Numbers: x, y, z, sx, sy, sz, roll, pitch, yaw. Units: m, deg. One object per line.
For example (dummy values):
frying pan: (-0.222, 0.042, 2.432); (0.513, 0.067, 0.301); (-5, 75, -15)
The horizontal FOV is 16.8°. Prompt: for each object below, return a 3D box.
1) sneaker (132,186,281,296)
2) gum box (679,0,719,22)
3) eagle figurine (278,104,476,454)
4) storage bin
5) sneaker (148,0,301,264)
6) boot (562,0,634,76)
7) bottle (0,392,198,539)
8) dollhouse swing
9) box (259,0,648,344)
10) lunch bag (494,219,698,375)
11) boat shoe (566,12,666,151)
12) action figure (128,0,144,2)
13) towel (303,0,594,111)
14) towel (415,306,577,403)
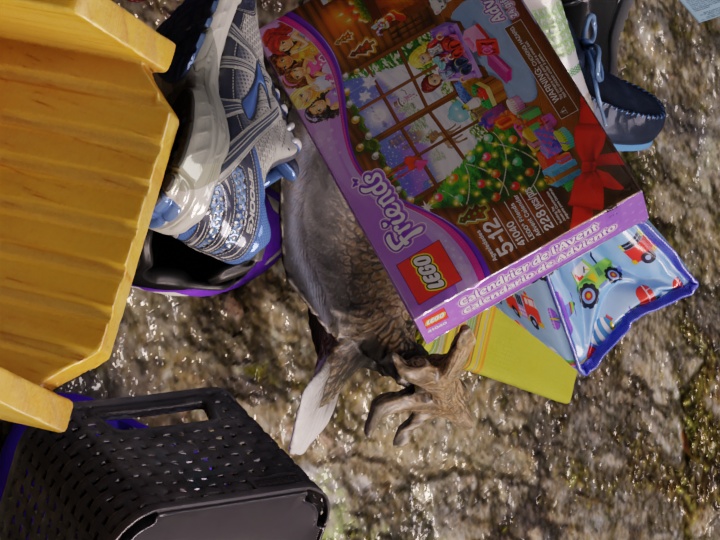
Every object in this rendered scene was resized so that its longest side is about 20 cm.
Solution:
sneaker: (-0.083, -0.016, 1.327); (0.199, 0.099, 0.070); (-3, 97, -55)
gum box: (0.207, -0.296, 1.704); (0.200, 0.044, 0.171); (37, 45, -50)
eagle figurine: (0.006, -0.001, 1.391); (0.150, 0.152, 0.201); (-2, 53, -46)
storage bin: (-0.114, 0.171, 1.231); (0.134, 0.094, 0.201); (-4, 125, -40)
sneaker: (-0.074, -0.076, 1.270); (0.085, 0.077, 0.201); (38, 36, -26)
boot: (0.109, -0.199, 1.602); (0.200, 0.065, 0.166); (50, 47, -47)
bottle: (-0.115, 0.132, 1.330); (0.200, 0.065, 0.084); (32, 73, -51)
dollhouse swing: (-0.207, -0.058, 1.113); (0.176, 0.180, 0.202); (54, 50, -67)
box: (0.046, -0.078, 1.296); (0.201, 0.136, 0.039); (60, 0, 26)
lunch bag: (0.089, -0.061, 1.423); (0.094, 0.151, 0.201); (-37, 116, -7)
boat shoe: (0.116, -0.131, 1.542); (0.199, 0.084, 0.069); (15, 114, -29)
action figure: (-0.122, -0.180, 1.296); (0.199, 0.052, 0.066); (4, 125, -52)
towel: (0.065, -0.105, 1.498); (0.031, 0.148, 0.201); (-96, 166, -59)
towel: (0.098, 0.033, 1.656); (0.199, 0.018, 0.087); (21, 82, -54)
